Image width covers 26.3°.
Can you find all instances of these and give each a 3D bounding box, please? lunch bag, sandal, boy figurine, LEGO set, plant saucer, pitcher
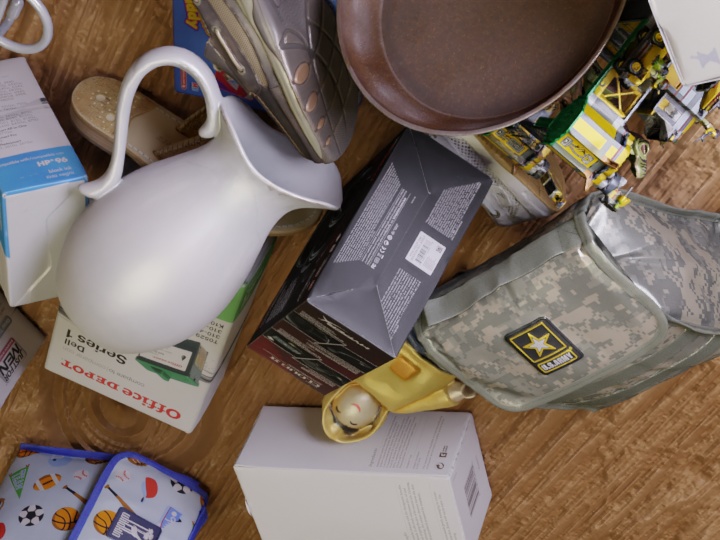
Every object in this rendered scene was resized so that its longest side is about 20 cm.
[{"bbox_3d":[-0.260,0.262,1.467,0.199,0.170,0.124,6,136,18],"label":"lunch bag"},{"bbox_3d":[-0.121,-0.099,1.159,0.211,0.078,0.070,27,143,4],"label":"sandal"},{"bbox_3d":[0.032,0.075,1.263,0.124,0.065,0.200,40,128,-18],"label":"boy figurine"},{"bbox_3d":[0.154,0.025,1.076,0.200,0.118,0.164,10,149,-44],"label":"lunch bag"},{"bbox_3d":[0.176,-0.095,0.974,0.116,0.154,0.200,39,171,-14],"label":"LEGO set"},{"bbox_3d":[0.079,-0.175,0.955,0.200,0.201,0.034,-9,163,27],"label":"plant saucer"},{"bbox_3d":[-0.139,-0.047,1.090,0.200,0.121,0.172,-39,105,22],"label":"pitcher"}]

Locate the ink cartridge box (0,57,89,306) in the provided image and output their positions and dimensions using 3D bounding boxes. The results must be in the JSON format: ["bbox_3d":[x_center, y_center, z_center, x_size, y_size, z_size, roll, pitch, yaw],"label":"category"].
[{"bbox_3d":[-0.272,-0.083,1.198,0.068,0.200,0.116,-14,137,-23],"label":"ink cartridge box"}]

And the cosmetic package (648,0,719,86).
[{"bbox_3d":[0.214,-0.203,0.854,0.087,0.200,0.104,-10,126,26],"label":"cosmetic package"}]

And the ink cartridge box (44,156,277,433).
[{"bbox_3d":[-0.168,0.025,1.281,0.146,0.084,0.200,24,133,1],"label":"ink cartridge box"}]

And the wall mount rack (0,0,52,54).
[{"bbox_3d":[-0.286,-0.252,1.100,0.200,0.075,0.174,32,137,-7],"label":"wall mount rack"}]

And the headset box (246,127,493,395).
[{"bbox_3d":[0.000,0.000,1.113,0.077,0.149,0.200,33,161,-9],"label":"headset box"}]

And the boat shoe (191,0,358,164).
[{"bbox_3d":[-0.065,-0.161,1.036,0.073,0.075,0.200,-2,124,38],"label":"boat shoe"}]

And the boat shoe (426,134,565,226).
[{"bbox_3d":[0.062,-0.101,1.091,0.069,0.071,0.200,-27,117,35],"label":"boat shoe"}]

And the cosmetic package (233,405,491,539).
[{"bbox_3d":[0.003,0.186,1.354,0.199,0.085,0.108,2,129,21],"label":"cosmetic package"}]

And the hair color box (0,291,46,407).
[{"bbox_3d":[-0.381,0.032,1.360,0.061,0.099,0.200,-24,117,36],"label":"hair color box"}]

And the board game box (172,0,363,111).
[{"bbox_3d":[-0.061,-0.202,1.069,0.134,0.045,0.200,14,133,9],"label":"board game box"}]
